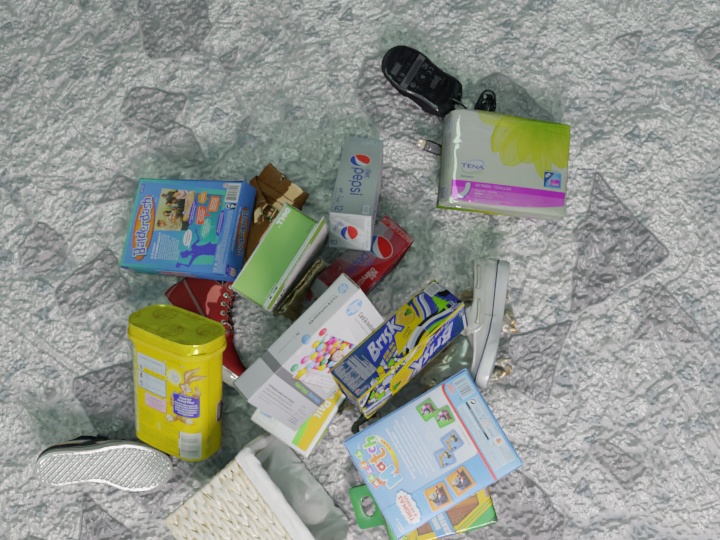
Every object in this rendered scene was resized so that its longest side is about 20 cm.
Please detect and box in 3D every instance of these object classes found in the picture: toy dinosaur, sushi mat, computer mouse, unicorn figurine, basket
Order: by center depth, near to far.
[{"bbox_3d":[-0.140,0.363,1.071,0.161,0.198,0.200,-40,83,2],"label":"basket"},{"bbox_3d":[-0.080,0.033,1.103,0.012,0.200,0.096,38,85,5],"label":"sushi mat"},{"bbox_3d":[0.011,0.200,1.119,0.047,0.200,0.088,28,121,26],"label":"toy dinosaur"},{"bbox_3d":[0.167,0.124,1.151,0.137,0.074,0.200,9,67,5],"label":"unicorn figurine"},{"bbox_3d":[0.109,-0.266,1.211,0.200,0.046,0.141,27,82,-5],"label":"computer mouse"}]

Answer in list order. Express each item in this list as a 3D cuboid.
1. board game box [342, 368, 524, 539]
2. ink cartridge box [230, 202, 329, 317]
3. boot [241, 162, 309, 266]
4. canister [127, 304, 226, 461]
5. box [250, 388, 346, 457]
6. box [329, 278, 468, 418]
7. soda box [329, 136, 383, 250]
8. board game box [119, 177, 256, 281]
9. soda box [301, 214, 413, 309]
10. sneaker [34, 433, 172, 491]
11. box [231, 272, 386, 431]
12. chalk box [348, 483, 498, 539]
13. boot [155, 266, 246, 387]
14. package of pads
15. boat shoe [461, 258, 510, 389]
[{"bbox_3d":[0.099,0.251,1.027,0.200,0.037,0.151,-30,79,-1],"label":"board game box"},{"bbox_3d":[-0.113,-0.019,1.040,0.076,0.200,0.148,32,84,2],"label":"ink cartridge box"},{"bbox_3d":[-0.130,-0.062,1.178,0.200,0.074,0.155,43,91,10],"label":"boot"},{"bbox_3d":[-0.271,0.167,1.104,0.148,0.087,0.200,17,115,25],"label":"canister"},{"bbox_3d":[-0.062,0.166,1.131,0.101,0.112,0.200,33,84,6],"label":"box"},{"bbox_3d":[0.057,0.107,1.036,0.200,0.070,0.064,-40,58,-13],"label":"box"},{"bbox_3d":[-0.004,-0.120,1.131,0.063,0.068,0.200,5,43,4],"label":"soda box"},{"bbox_3d":[-0.271,-0.066,1.169,0.200,0.045,0.152,5,78,23],"label":"board game box"},{"bbox_3d":[0.000,0.000,1.114,0.063,0.070,0.200,40,46,7],"label":"soda box"},{"bbox_3d":[-0.396,0.295,1.157,0.200,0.079,0.079,9,89,-21],"label":"sneaker"},{"bbox_3d":[-0.057,0.115,1.003,0.200,0.156,0.041,-46,59,-6],"label":"box"},{"bbox_3d":[0.084,0.327,1.097,0.200,0.124,0.125,-17,82,1],"label":"chalk box"},{"bbox_3d":[-0.209,0.074,1.173,0.144,0.072,0.200,-41,79,-4],"label":"boot"},{"bbox_3d":[0.224,-0.166,1.161,0.200,0.068,0.155,5,85,-9],"label":"package of pads"},{"bbox_3d":[0.175,0.073,1.095,0.066,0.072,0.200,9,72,11],"label":"boat shoe"}]
